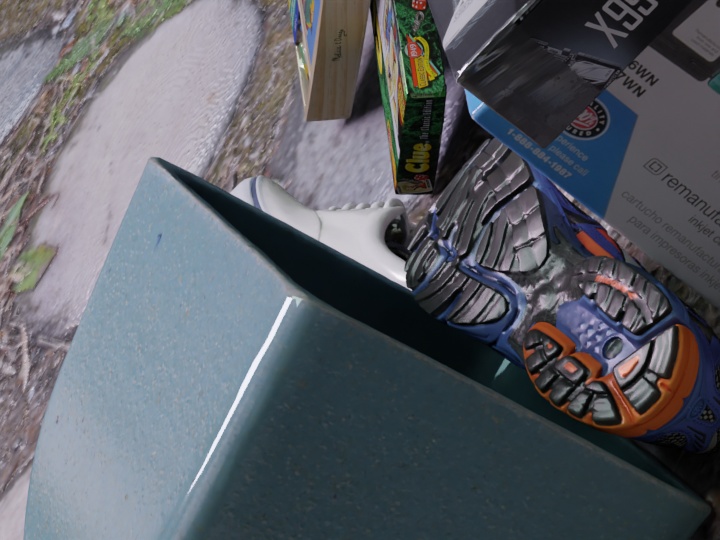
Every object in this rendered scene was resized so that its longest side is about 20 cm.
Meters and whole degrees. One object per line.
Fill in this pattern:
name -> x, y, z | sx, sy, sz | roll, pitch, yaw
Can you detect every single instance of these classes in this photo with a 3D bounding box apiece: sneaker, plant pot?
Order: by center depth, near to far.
plant pot -> -0.024, 0.106, 1.167 | 0.201, 0.195, 0.196 | -60, 26, 6
sneaker -> 0.083, 0.017, 1.182 | 0.075, 0.078, 0.200 | -50, 38, 8
sneaker -> 0.000, 0.000, 1.384 | 0.071, 0.073, 0.200 | -44, 36, 1

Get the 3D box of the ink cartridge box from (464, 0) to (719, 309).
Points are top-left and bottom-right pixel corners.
ink cartridge box -> 0.154, -0.123, 1.172 | 0.200, 0.146, 0.146 | -42, 29, 24

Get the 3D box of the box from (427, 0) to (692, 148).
box -> 0.086, -0.159, 1.106 | 0.158, 0.050, 0.200 | -45, 29, 20

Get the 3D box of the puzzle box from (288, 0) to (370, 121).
puzzle box -> -0.018, -0.173, 1.476 | 0.200, 0.025, 0.134 | 101, 163, -68

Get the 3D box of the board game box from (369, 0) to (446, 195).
board game box -> 0.015, -0.147, 1.426 | 0.105, 0.023, 0.201 | 89, 174, -65
